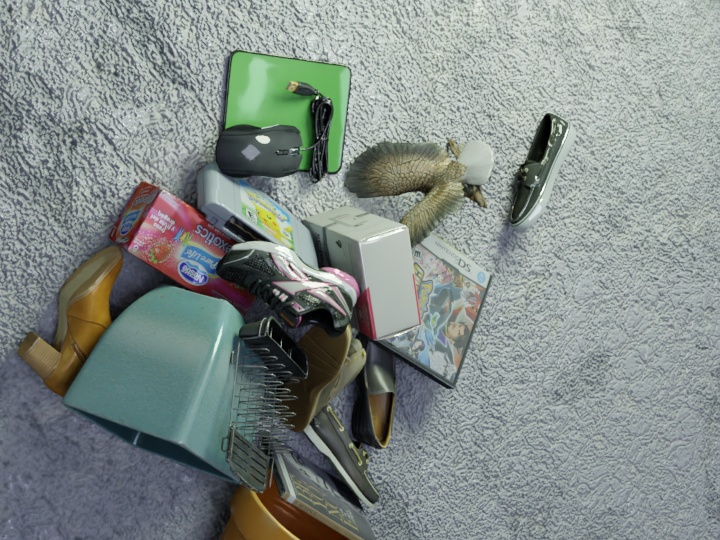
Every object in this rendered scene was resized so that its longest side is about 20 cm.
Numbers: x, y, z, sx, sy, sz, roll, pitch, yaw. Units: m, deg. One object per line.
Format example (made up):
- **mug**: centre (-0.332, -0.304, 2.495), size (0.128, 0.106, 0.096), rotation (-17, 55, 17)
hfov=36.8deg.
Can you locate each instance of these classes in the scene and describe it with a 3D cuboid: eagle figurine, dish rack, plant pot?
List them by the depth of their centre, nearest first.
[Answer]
- **dish rack**: centre (-0.123, 0.179, 1.397), size (0.154, 0.054, 0.204), rotation (54, 37, -58)
- **plant pot**: centre (-0.235, 0.138, 1.433), size (0.203, 0.193, 0.197), rotation (-69, 154, -18)
- **plant pot**: centre (-0.133, 0.423, 1.583), size (0.199, 0.200, 0.185), rotation (30, 101, -30)
- **eagle figurine**: centre (0.098, -0.117, 1.615), size (0.197, 0.151, 0.154), rotation (-14, 114, -28)

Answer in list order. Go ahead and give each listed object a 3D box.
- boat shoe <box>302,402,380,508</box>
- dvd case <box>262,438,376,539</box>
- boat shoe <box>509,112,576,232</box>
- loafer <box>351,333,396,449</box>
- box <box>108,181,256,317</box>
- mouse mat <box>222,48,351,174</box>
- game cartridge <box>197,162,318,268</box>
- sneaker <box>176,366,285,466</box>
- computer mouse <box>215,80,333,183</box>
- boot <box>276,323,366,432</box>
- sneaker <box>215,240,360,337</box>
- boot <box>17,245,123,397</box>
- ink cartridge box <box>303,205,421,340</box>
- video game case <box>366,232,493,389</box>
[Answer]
- **boat shoe**: centre (-0.022, 0.284, 1.671), size (0.060, 0.072, 0.202), rotation (-41, 114, -11)
- **dvd case**: centre (-0.060, 0.333, 1.619), size (0.199, 0.149, 0.016), rotation (38, 100, -29)
- **boat shoe**: centre (0.284, -0.160, 1.758), size (0.056, 0.068, 0.203), rotation (30, 79, -22)
- **loafer**: centre (0.032, 0.177, 1.679), size (0.072, 0.072, 0.204), rotation (-5, 102, -26)
- **box**: centre (-0.229, -0.027, 1.475), size (0.199, 0.099, 0.096), rotation (34, 85, -30)
- **mouse mat**: centre (-0.105, -0.225, 1.558), size (0.197, 0.007, 0.164), rotation (2, 99, -29)
- **game cartridge**: centre (-0.139, -0.066, 1.499), size (0.199, 0.134, 0.041), rotation (36, 107, -27)
- **sneaker**: centre (-0.192, 0.178, 1.544), size (0.201, 0.076, 0.149), rotation (-28, 124, -32)
- **computer mouse**: centre (-0.109, -0.195, 1.515), size (0.198, 0.046, 0.143), rotation (0, 100, -41)
- **boot**: centre (-0.038, 0.124, 1.566), size (0.155, 0.072, 0.202), rotation (-37, 154, -54)
- **sneaker**: centre (-0.095, 0.029, 1.421), size (0.196, 0.081, 0.088), rotation (16, 55, -11)
- **boot**: centre (-0.349, 0.082, 1.458), size (0.202, 0.071, 0.144), rotation (-51, 125, -7)
- **ink cartridge box**: centre (0.000, 0.000, 1.552), size (0.082, 0.199, 0.149), rotation (-17, 108, -22)
- **video game case**: centre (0.113, 0.056, 1.699), size (0.180, 0.025, 0.203), rotation (33, 69, -31)
